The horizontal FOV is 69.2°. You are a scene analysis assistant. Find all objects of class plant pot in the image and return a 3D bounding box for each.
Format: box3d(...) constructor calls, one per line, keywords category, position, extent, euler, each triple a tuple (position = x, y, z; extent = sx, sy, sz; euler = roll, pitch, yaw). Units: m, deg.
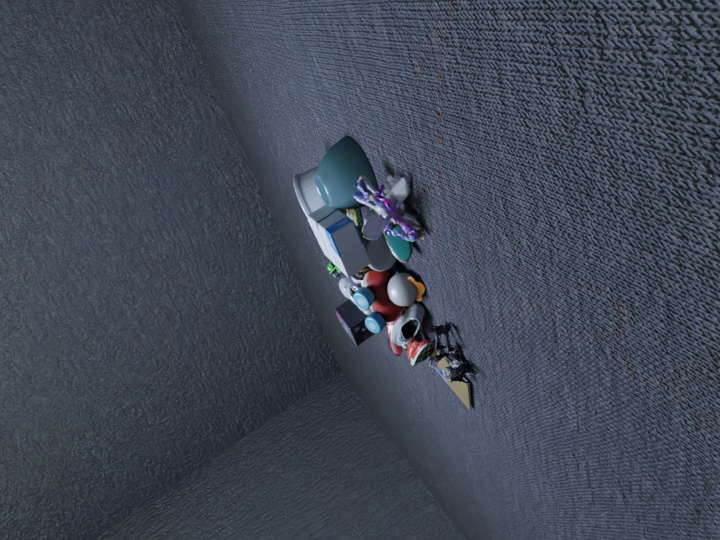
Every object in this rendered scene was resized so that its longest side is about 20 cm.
box3d(category="plant pot", position=(-0.056, -0.259, 1.504), extent=(0.202, 0.133, 0.201), euler=(55, 166, 21))

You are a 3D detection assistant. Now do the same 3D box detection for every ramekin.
box3d(category="ramekin", position=(-0.122, -0.232, 1.660), extent=(0.203, 0.096, 0.202), euler=(60, -166, -25))

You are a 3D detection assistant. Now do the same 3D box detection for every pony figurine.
box3d(category="pony figurine", position=(0.064, -0.157, 1.300), extent=(0.191, 0.168, 0.200), euler=(26, -165, -51))

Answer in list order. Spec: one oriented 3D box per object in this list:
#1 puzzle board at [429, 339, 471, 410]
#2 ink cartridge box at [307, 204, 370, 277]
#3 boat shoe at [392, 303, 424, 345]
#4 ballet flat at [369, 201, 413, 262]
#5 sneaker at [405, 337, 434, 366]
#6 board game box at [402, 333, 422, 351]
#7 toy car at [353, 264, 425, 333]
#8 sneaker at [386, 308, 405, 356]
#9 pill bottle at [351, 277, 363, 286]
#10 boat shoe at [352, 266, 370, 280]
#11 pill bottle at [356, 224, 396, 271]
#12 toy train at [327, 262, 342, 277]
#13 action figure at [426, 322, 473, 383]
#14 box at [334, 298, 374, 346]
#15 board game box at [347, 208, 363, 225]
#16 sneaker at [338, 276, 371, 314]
box3d(category="puzzle board", position=(0.289, 0.331, 1.665), extent=(0.201, 0.017, 0.153), euler=(50, 163, 42))
box3d(category="ink cartridge box", position=(-0.065, -0.092, 1.516), extent=(0.200, 0.083, 0.147), euler=(41, 158, 57))
box3d(category="boat shoe", position=(0.143, 0.188, 1.648), extent=(0.068, 0.072, 0.203), euler=(24, 136, -1))
box3d(category="ballet flat", position=(0.091, -0.116, 1.441), extent=(0.204, 0.066, 0.062), euler=(62, -165, 9))
box3d(category="sneaker", position=(0.181, 0.256, 1.710), extent=(0.086, 0.075, 0.201), euler=(60, 164, 16))
box3d(category="board game box", position=(0.171, 0.238, 1.882), extent=(0.138, 0.028, 0.199), euler=(63, 166, -9))
box3d(category="toy car", position=(0.115, 0.074, 1.571), extent=(0.196, 0.185, 0.180), euler=(-3, 122, 42))
box3d(category="sneaker", position=(0.132, 0.192, 1.755), extent=(0.074, 0.084, 0.207), euler=(-56, -42, -70))
box3d(category="pill bottle", position=(-0.004, -0.026, 1.829), extent=(0.202, 0.107, 0.110), euler=(53, 165, 27))
box3d(category="boat shoe", position=(0.000, 0.000, 1.663), extent=(0.071, 0.067, 0.200), euler=(17, -170, 7))
box3d(category="pill bottle", position=(0.028, -0.078, 1.605), extent=(0.199, 0.109, 0.113), euler=(34, 151, 61))
box3d(category="toy train", position=(-0.037, -0.053, 1.768), extent=(0.057, 0.200, 0.041), euler=(50, -160, 16))
box3d(category="action figure", position=(0.247, 0.254, 1.487), extent=(0.118, 0.101, 0.205), euler=(4, 121, 60))
box3d(category="box", position=(0.025, 0.151, 1.881), extent=(0.122, 0.197, 0.108), euler=(45, 164, 43))
box3d(category="board game box", position=(-0.027, -0.198, 1.759), extent=(0.105, 0.023, 0.203), euler=(48, 161, 38))
box3d(category="sneaker", position=(-0.025, 0.070, 1.827), extent=(0.088, 0.076, 0.199), euler=(37, -178, -45))
